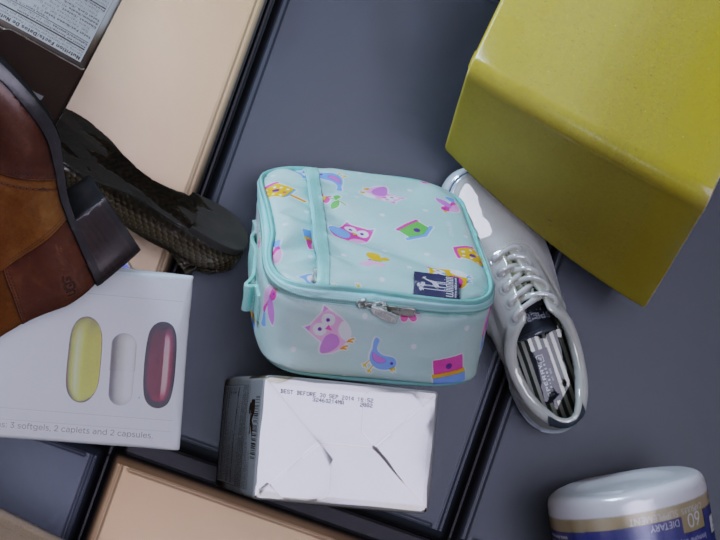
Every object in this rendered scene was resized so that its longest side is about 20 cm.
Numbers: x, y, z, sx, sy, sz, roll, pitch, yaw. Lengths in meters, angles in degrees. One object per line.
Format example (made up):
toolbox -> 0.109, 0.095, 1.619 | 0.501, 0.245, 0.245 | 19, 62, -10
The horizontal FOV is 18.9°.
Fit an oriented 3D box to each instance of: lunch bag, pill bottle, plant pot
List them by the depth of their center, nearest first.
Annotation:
lunch bag -> 0.000, 0.000, 1.430 | 0.160, 0.200, 0.077 | 9, 115, -10
plant pot -> 0.167, -0.126, 1.462 | 0.176, 0.200, 0.201 | 24, 69, 4
pill bottle -> 0.198, 0.243, 1.482 | 0.111, 0.111, 0.201 | -11, 92, -11

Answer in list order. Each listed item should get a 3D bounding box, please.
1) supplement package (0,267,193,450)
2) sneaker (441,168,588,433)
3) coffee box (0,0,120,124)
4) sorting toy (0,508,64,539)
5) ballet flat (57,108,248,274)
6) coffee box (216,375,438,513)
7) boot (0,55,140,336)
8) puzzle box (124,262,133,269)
supplement package -> -0.216, 0.049, 1.384 | 0.199, 0.156, 0.111 | 5, 88, -11
sneaker -> 0.116, 0.018, 1.518 | 0.073, 0.071, 0.201 | -25, 92, -10
coffee box -> -0.210, -0.148, 1.378 | 0.079, 0.200, 0.115 | 28, 122, -9
sorting toy -> -0.293, 0.214, 1.386 | 0.185, 0.036, 0.200 | -48, 136, 9
ballet flat -> -0.167, -0.053, 1.456 | 0.200, 0.068, 0.046 | 30, 123, -21
coffee box -> -0.026, 0.113, 1.423 | 0.112, 0.200, 0.080 | 6, 86, -10
boot -> -0.257, -0.025, 1.257 | 0.200, 0.068, 0.189 | -35, 121, -5
puzzle box -> -0.266, -0.004, 1.467 | 0.199, 0.025, 0.133 | -28, 95, -11
